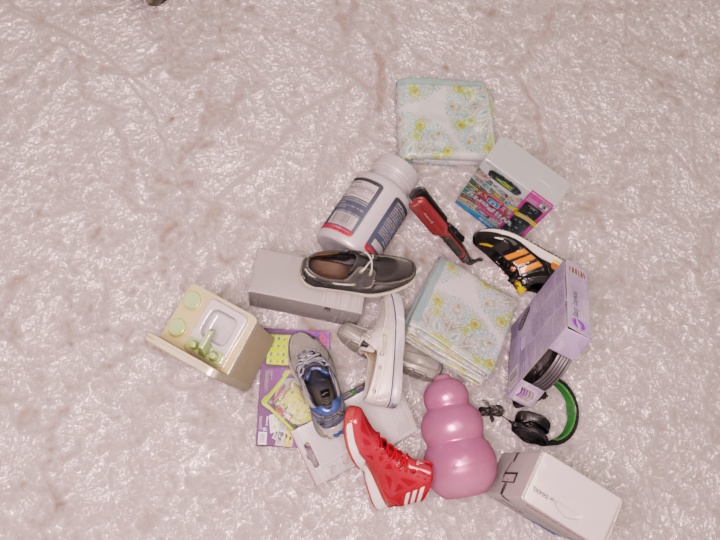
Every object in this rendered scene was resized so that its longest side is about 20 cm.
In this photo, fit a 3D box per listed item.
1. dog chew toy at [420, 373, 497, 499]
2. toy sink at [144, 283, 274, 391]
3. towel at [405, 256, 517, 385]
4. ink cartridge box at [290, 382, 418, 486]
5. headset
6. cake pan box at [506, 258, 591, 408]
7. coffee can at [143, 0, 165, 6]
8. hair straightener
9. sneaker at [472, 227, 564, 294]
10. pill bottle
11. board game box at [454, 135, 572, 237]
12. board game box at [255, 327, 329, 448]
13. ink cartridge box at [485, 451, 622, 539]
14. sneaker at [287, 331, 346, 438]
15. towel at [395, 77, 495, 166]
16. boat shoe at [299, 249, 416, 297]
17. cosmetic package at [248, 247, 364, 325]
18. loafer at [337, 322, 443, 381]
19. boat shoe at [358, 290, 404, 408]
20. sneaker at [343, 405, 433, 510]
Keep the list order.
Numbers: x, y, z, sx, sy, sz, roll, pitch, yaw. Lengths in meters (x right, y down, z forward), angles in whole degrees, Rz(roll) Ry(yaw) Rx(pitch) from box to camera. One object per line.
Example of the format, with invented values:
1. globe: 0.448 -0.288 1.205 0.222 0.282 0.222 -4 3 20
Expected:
1. dog chew toy: 0.157 0.277 1.152 0.123 0.125 0.202 -8 73 -9
2. toy sink: -0.232 0.105 1.094 0.130 0.200 0.113 25 78 12
3. towel: 0.177 0.085 1.214 0.170 0.048 0.201 32 52 -1
4. ink cartridge box: -0.012 0.265 1.157 0.199 0.050 0.110 -26 97 -13
5. headset: 0.301 0.243 1.195 0.198 0.094 0.125 3 73 -18
6. cake pan box: 0.314 0.105 1.148 0.052 0.185 0.201 24 36 -2
7. coffee can: -0.456 -0.623 1.307 0.199 0.146 0.147 30 73 2
8. hair straightener: 0.160 -0.083 1.253 0.200 0.041 0.077 40 31 -25
9. sneaker: 0.294 -0.006 1.274 0.199 0.070 0.091 25 70 -2
10. pill bottle: 0.020 -0.108 1.242 0.119 0.120 0.201 33 73 2
11. board game box: 0.269 -0.139 1.240 0.147 0.200 0.064 37 73 4
12. board game box: -0.116 0.204 1.186 0.119 0.032 0.202 3 74 -3
13. ink cartridge box: 0.305 0.365 1.106 0.145 0.200 0.085 31 73 2
14. sneaker: -0.070 0.169 1.118 0.076 0.086 0.201 -22 52 -10
15. towel: 0.168 -0.293 1.350 0.198 0.048 0.173 0 74 -7
16. boat shoe: 0.000 0.000 1.130 0.198 0.068 0.072 1 66 -10
17. cosmetic package: -0.093 0.031 1.196 0.198 0.107 0.091 9 72 -3
18. loafer: 0.055 0.132 1.210 0.199 0.070 0.070 24 67 -8
19. boat shoe: 0.031 0.125 1.132 0.069 0.071 0.202 8 69 -12
20. sneaker: 0.052 0.289 1.085 0.115 0.079 0.201 -13 118 17
